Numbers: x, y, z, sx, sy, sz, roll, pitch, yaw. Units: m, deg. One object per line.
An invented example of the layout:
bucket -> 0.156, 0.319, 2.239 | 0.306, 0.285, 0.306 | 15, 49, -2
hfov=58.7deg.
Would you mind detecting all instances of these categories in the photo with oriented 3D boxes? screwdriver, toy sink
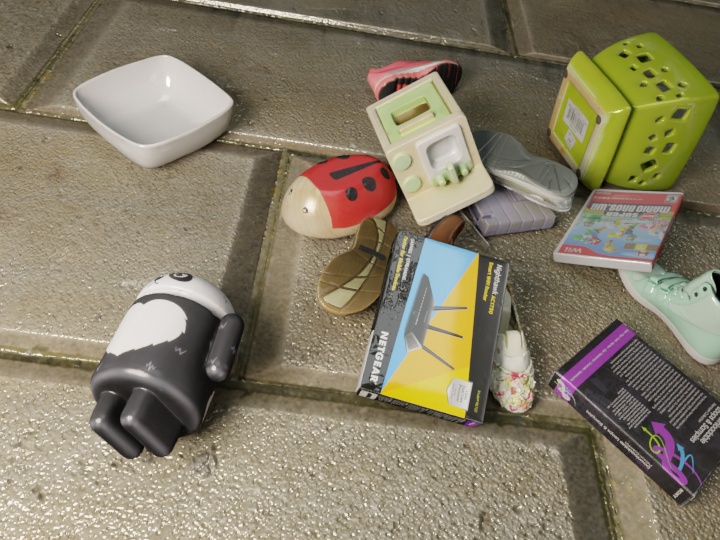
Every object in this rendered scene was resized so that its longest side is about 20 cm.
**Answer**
screwdriver -> 0.149, -0.106, 1.010 | 0.029, 0.028, 0.201 | 4, 41, -48
toy sink -> 0.102, -0.190, 0.977 | 0.129, 0.112, 0.202 | -25, 45, 8

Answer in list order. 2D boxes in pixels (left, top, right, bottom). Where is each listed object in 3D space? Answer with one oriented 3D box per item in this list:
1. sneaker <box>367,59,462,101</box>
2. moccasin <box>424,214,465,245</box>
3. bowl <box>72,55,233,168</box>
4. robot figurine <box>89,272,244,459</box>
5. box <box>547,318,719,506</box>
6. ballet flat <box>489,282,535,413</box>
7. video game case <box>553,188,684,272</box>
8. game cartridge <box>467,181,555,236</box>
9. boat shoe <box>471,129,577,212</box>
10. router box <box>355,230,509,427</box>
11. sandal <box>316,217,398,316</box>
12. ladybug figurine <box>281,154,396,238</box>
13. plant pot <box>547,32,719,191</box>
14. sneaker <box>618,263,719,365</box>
sneaker -> 0.102, -0.373, 1.212 | 0.198, 0.074, 0.087 | -17, 51, -24
moccasin -> 0.104, 0.003, 0.867 | 0.077, 0.074, 0.202 | 24, 49, 8
bowl -> -0.322, -0.243, 1.012 | 0.199, 0.075, 0.199 | 36, 51, 22
robot figurine -> -0.209, 0.095, 0.689 | 0.148, 0.126, 0.202 | 18, 47, -4
box -> 0.353, 0.167, 0.793 | 0.142, 0.036, 0.200 | -28, 57, -30
ballet flat -> 0.179, 0.080, 0.819 | 0.074, 0.064, 0.202 | 0, 49, -12
video game case -> 0.398, -0.068, 0.984 | 0.141, 0.018, 0.200 | 8, 40, 36
game cartridge -> 0.220, -0.139, 1.049 | 0.128, 0.039, 0.202 | -4, 49, -20
boat shoe -> 0.246, -0.157, 1.014 | 0.200, 0.065, 0.075 | 30, 69, 24
router box -> 0.089, 0.068, 0.770 | 0.147, 0.051, 0.203 | 15, 69, -2
sandal -> 0.000, 0.000, 0.868 | 0.079, 0.054, 0.201 | 27, 41, 2
ladybug figurine -> -0.026, -0.119, 0.956 | 0.198, 0.073, 0.136 | -27, 57, -31
plant pot -> 0.443, -0.263, 1.097 | 0.178, 0.201, 0.202 | -9, 50, -11
sneaker -> 0.451, 0.017, 0.890 | 0.073, 0.119, 0.201 | -16, 51, -21
